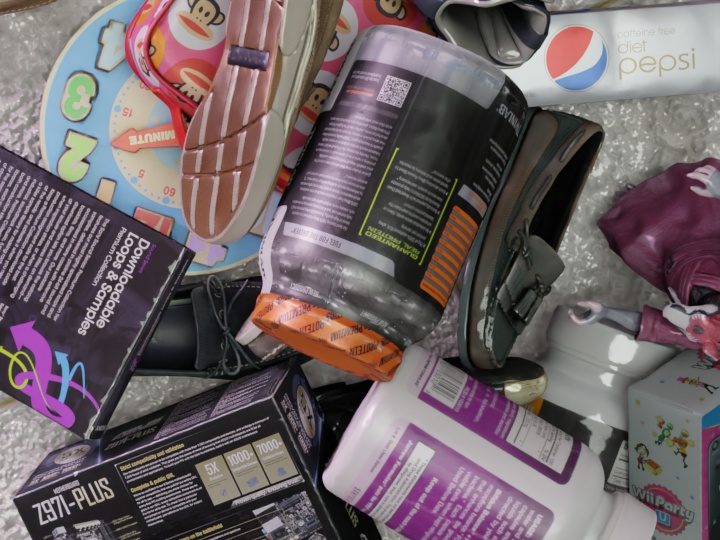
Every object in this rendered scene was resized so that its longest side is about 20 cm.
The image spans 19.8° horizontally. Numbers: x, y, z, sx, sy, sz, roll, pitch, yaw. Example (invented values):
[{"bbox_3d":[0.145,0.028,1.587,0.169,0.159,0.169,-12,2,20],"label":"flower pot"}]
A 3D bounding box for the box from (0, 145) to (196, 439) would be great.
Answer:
[{"bbox_3d":[-0.227,0.004,1.367,0.200,0.036,0.143,29,92,13],"label":"box"}]

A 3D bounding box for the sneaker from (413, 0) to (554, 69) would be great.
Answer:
[{"bbox_3d":[0.112,-0.202,1.360,0.202,0.146,0.077,-12,142,-28],"label":"sneaker"}]

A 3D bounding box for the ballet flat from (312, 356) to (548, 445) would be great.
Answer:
[{"bbox_3d":[0.036,0.097,1.422,0.200,0.066,0.057,-13,99,21],"label":"ballet flat"}]

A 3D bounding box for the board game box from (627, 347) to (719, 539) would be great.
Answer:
[{"bbox_3d":[0.254,0.142,1.425,0.147,0.064,0.200,-30,126,-37],"label":"board game box"}]

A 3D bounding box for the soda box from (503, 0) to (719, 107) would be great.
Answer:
[{"bbox_3d":[0.170,-0.151,1.431,0.200,0.068,0.064,-6,99,-8],"label":"soda box"}]

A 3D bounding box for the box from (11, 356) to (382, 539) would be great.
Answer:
[{"bbox_3d":[-0.105,0.175,1.392,0.200,0.086,0.164,-23,101,15],"label":"box"}]

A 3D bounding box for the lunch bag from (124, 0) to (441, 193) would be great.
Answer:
[{"bbox_3d":[-0.050,-0.132,1.362,0.200,0.082,0.176,38,82,-18],"label":"lunch bag"}]

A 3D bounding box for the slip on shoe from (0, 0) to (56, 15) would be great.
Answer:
[{"bbox_3d":[-0.288,-0.192,1.354,0.200,0.061,0.076,-4,98,-9],"label":"slip on shoe"}]

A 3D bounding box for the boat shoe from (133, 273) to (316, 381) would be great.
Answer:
[{"bbox_3d":[-0.103,0.041,1.413,0.200,0.062,0.075,-4,88,-9],"label":"boat shoe"}]

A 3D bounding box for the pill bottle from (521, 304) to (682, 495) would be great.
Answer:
[{"bbox_3d":[0.147,0.133,1.441,0.116,0.116,0.200,19,94,-11],"label":"pill bottle"}]

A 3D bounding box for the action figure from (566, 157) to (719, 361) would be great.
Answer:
[{"bbox_3d":[0.229,0.009,1.401,0.134,0.200,0.149,-40,116,21],"label":"action figure"}]

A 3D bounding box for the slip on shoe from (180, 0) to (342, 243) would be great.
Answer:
[{"bbox_3d":[-0.057,-0.112,1.287,0.061,0.076,0.200,5,100,-46],"label":"slip on shoe"}]

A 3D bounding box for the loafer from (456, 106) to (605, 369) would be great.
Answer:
[{"bbox_3d":[0.116,-0.024,1.398,0.063,0.072,0.200,6,65,21],"label":"loafer"}]

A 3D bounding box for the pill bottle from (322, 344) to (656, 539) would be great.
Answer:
[{"bbox_3d":[0.085,0.141,1.331,0.200,0.112,0.112,31,92,0],"label":"pill bottle"}]

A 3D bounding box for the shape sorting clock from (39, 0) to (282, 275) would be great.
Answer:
[{"bbox_3d":[-0.118,-0.096,1.406,0.200,0.039,0.200,-1,98,-9],"label":"shape sorting clock"}]

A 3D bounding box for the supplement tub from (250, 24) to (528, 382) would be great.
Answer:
[{"bbox_3d":[0.015,-0.040,1.283,0.122,0.123,0.200,26,80,-12],"label":"supplement tub"}]

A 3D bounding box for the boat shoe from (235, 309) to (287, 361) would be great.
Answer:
[{"bbox_3d":[0.000,0.000,1.399,0.200,0.072,0.060,-43,101,-28],"label":"boat shoe"}]
